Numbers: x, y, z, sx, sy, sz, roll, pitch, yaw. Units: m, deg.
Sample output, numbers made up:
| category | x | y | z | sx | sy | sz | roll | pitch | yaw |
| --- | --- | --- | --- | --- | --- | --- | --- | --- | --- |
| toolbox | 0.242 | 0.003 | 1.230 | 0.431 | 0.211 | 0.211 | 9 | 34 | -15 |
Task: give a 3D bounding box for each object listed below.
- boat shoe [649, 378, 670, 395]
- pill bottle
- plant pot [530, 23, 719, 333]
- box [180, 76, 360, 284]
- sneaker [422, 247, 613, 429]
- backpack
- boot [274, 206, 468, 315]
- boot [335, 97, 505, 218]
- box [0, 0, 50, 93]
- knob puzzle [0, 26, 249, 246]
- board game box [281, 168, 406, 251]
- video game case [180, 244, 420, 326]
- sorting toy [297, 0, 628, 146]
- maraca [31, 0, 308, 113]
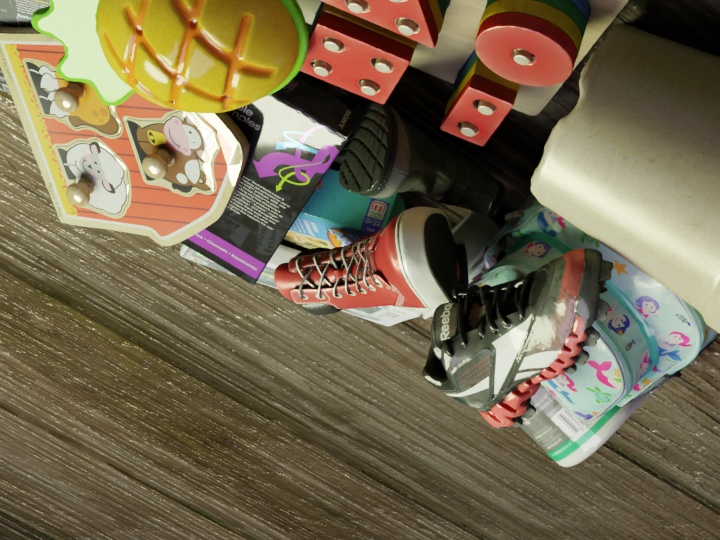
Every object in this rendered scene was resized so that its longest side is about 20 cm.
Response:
| category | x | y | z | sx | sy | sz | roll | pitch | yaw |
| --- | --- | --- | --- | --- | --- | --- | --- | --- | --- |
| boat shoe | 0.171 | 0.057 | 1.976 | 0.200 | 0.072 | 0.068 | 23 | 156 | -15 |
| pill bottle | 0.132 | 0.052 | 1.888 | 0.200 | 0.113 | 0.113 | 45 | 151 | -1 |
| plant pot | 0.222 | -0.068 | 1.587 | 0.183 | 0.201 | 0.201 | 27 | 155 | 7 |
| box | -0.101 | -0.086 | 1.773 | 0.143 | 0.036 | 0.200 | 31 | 140 | -5 |
| sneaker | 0.104 | 0.041 | 1.651 | 0.098 | 0.071 | 0.200 | 22 | 145 | -11 |
| backpack | 0.185 | 0.007 | 1.747 | 0.178 | 0.151 | 0.200 | 47 | 150 | -1 |
| boot | 0.000 | 0.000 | 1.745 | 0.144 | 0.073 | 0.200 | -4 | 172 | 7 |
| boot | 0.052 | -0.076 | 1.744 | 0.130 | 0.068 | 0.200 | 22 | -172 | -11 |
| box | -0.232 | -0.184 | 1.792 | 0.200 | 0.050 | 0.158 | 14 | 153 | 9 |
| knob puzzle | -0.173 | -0.095 | 1.753 | 0.219 | 0.030 | 0.220 | 18 | 134 | 20 |
| board game box | -0.059 | -0.053 | 1.894 | 0.200 | 0.045 | 0.152 | 18 | 168 | 11 |
| video game case | -0.053 | 0.004 | 2.002 | 0.200 | 0.023 | 0.182 | 19 | 173 | -6 |
| sorting toy | 0.057 | -0.170 | 1.606 | 0.200 | 0.070 | 0.199 | 22 | 154 | -7 |
| maraca | -0.131 | -0.165 | 1.631 | 0.200 | 0.107 | 0.137 | -4 | 130 | 23 |
